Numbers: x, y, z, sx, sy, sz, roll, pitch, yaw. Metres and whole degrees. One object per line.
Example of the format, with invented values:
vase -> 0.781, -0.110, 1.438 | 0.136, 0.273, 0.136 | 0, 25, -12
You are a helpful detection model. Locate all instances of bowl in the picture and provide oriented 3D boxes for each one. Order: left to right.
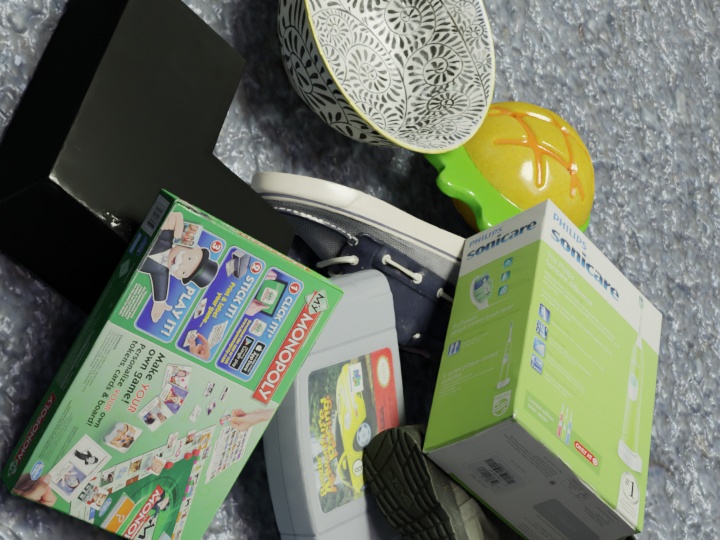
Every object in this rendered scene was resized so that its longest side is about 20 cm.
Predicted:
bowl -> 0.002, -0.172, 1.319 | 0.199, 0.094, 0.203 | 18, 64, -40

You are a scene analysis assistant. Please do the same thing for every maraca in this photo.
maraca -> 0.118, -0.071, 1.378 | 0.137, 0.107, 0.200 | 42, 28, 10

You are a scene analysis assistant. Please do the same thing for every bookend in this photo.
bookend -> -0.126, -0.065, 1.153 | 0.198, 0.092, 0.201 | 40, 49, -30

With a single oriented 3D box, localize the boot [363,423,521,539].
boot -> 0.081, 0.192, 1.221 | 0.130, 0.067, 0.202 | -3, 73, -56

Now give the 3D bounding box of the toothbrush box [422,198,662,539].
toothbrush box -> 0.134, 0.077, 1.240 | 0.145, 0.086, 0.201 | 41, 44, -28

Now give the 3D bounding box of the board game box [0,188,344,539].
board game box -> -0.114, 0.069, 1.076 | 0.134, 0.029, 0.201 | 29, 94, -32

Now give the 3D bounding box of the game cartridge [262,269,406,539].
game cartridge -> -0.016, 0.108, 1.200 | 0.133, 0.041, 0.203 | -14, 100, -52

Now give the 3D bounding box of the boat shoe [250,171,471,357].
boat shoe -> 0.000, 0.000, 1.276 | 0.198, 0.074, 0.094 | 21, 78, -27

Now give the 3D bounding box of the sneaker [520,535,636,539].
sneaker -> 0.138, 0.195, 1.321 | 0.200, 0.099, 0.071 | 40, 53, -27
